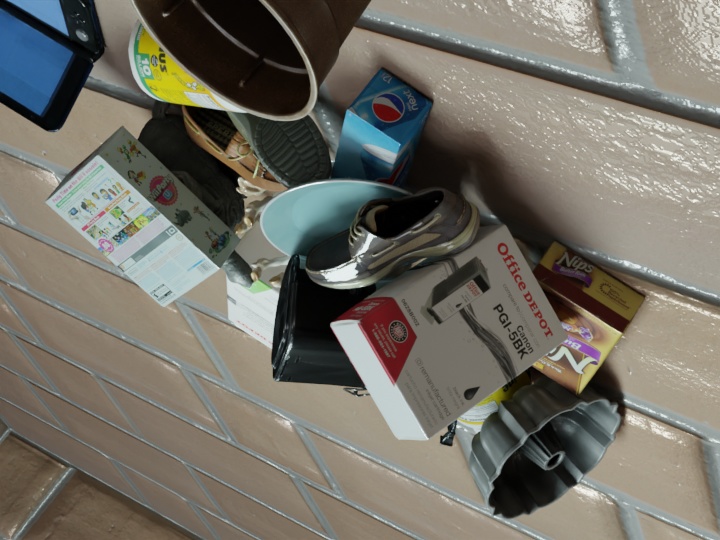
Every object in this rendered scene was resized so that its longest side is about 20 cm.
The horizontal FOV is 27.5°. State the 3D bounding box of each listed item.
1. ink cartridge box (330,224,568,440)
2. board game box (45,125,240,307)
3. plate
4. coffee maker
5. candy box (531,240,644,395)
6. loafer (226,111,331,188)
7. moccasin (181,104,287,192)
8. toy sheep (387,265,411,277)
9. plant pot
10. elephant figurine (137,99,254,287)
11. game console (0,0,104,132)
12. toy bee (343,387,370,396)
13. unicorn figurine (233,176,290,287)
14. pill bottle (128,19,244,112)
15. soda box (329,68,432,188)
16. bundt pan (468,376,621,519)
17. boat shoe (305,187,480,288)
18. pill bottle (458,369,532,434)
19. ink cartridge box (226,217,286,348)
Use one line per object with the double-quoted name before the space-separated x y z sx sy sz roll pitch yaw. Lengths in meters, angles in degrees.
"ink cartridge box" 0.094 0.062 1.529 0.147 0.200 0.083 59 158 -8
"board game box" -0.267 -0.062 1.804 0.200 0.064 0.148 44 139 -15
"plate" -0.009 -0.055 1.595 0.200 0.026 0.200 3 153 1
"coffee maker" 0.008 0.079 1.616 0.200 0.192 0.135 7 125 -10
"candy box" 0.228 0.057 1.632 0.117 0.056 0.200 33 158 9
"loafer" -0.093 -0.156 1.644 0.200 0.075 0.070 53 180 26
"moccasin" -0.130 -0.154 1.736 0.201 0.074 0.078 36 168 29
"toy sheep" 0.000 0.000 1.761 0.138 0.138 0.200 37 146 1
"plant pot" -0.066 -0.267 1.251 0.200 0.198 0.200 30 156 15
"elephant figurine" -0.195 -0.100 1.855 0.200 0.142 0.155 34 173 24
"game console" -0.432 -0.297 1.829 0.200 0.118 0.171 30 157 14
"toy bee" 0.092 0.130 1.940 0.200 0.109 0.131 23 161 -38
"unicorn figurine" -0.081 -0.036 1.817 0.074 0.137 0.200 21 129 41
"pill bottle" -0.145 -0.226 1.556 0.200 0.113 0.113 14 148 44
"soda box" 0.018 -0.128 1.571 0.068 0.064 0.200 34 158 7
"bundt pan" 0.213 0.204 1.779 0.076 0.202 0.202 50 168 35
"boat shoe" 0.024 -0.043 1.526 0.200 0.075 0.073 -21 135 23
"pill bottle" 0.143 0.121 1.803 0.112 0.112 0.200 17 151 40
"ink cartridge box" -0.105 0.037 2.038 0.145 0.084 0.200 33 157 11
